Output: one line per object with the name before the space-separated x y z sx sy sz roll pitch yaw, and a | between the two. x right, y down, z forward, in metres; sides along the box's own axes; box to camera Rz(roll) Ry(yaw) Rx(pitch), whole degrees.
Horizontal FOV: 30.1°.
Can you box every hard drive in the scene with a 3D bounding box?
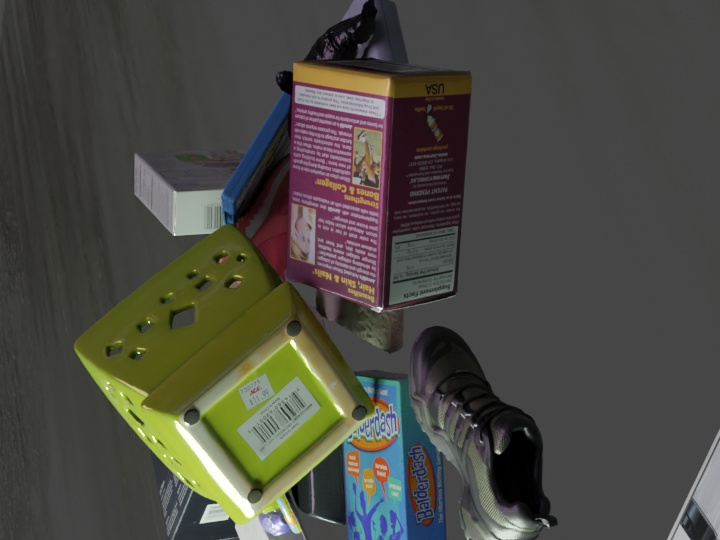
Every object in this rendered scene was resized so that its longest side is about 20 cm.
hard drive | -0.050 0.195 1.436 0.200 0.042 0.135 -173 81 -80

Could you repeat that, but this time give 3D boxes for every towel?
towel | 0.000 0.000 1.348 0.200 0.034 0.133 -154 61 -66

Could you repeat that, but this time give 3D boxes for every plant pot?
plant pot | -0.115 0.105 1.252 0.181 0.200 0.199 31 157 56

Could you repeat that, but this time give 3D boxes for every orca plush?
orca plush | -0.043 -0.178 1.289 0.200 0.071 0.105 137 126 -62

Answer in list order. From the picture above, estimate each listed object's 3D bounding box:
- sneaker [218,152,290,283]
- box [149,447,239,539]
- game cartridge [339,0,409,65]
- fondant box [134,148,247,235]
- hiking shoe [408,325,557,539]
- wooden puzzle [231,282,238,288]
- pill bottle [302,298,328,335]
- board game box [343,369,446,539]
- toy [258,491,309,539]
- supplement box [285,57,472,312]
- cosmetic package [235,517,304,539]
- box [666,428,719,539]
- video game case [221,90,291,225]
sneaker | -0.082 -0.046 1.440 0.200 0.087 0.074 -60 -1 -39
box | -0.208 0.241 1.793 0.200 0.104 0.182 117 142 -50
game cartridge | -0.005 -0.174 1.336 0.200 0.041 0.133 131 136 -60
fondant box | -0.184 -0.099 1.638 0.200 0.144 0.058 -140 50 -61
hiking shoe | 0.106 0.125 1.074 0.101 0.076 0.200 -47 59 49
wooden puzzle | -0.143 0.042 1.683 0.200 0.037 0.185 -121 34 -69
pill bottle | -0.103 0.086 1.486 0.200 0.111 0.111 151 115 -78
board game box | 0.030 0.199 1.283 0.152 0.045 0.200 174 94 -68
toy | -0.106 0.236 1.475 0.115 0.047 0.200 112 136 -85
supplement box | 0.014 -0.080 1.170 0.131 0.103 0.200 18 110 44
cosmetic package | -0.096 0.340 1.602 0.200 0.051 0.083 -124 35 -51
box | 0.244 0.134 0.734 0.117 0.060 0.200 -118 33 -46
video game case | -0.106 -0.110 1.440 0.143 0.018 0.200 -60 -2 -13
